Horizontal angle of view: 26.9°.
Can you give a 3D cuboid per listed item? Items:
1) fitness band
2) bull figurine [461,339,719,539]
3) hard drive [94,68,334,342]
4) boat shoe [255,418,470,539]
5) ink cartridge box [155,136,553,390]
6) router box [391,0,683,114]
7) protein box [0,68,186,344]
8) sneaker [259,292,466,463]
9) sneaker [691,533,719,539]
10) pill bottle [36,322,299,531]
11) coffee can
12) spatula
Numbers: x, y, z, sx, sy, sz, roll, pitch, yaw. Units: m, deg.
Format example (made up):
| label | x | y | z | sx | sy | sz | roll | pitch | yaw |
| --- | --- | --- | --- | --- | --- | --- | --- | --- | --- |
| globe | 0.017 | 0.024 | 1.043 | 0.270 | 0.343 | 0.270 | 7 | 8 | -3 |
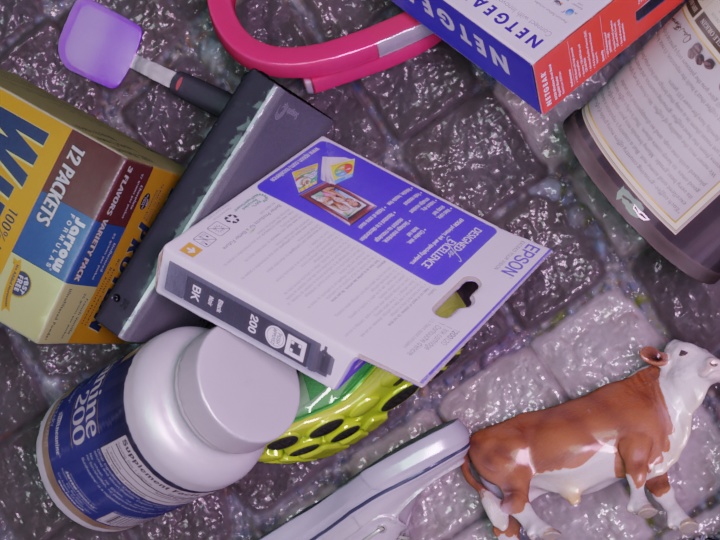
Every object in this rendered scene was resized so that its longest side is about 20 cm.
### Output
| label | x | y | z | sx | sy | sz | roll | pitch | yaw |
| --- | --- | --- | --- | --- | --- | --- | --- | --- | --- |
| fitness band | -0.012 | -0.206 | 1.077 | 0.198 | 0.038 | 0.145 | -20 | 63 | -4 |
| bull figurine | 0.164 | 0.124 | 1.022 | 0.198 | 0.065 | 0.122 | -22 | 49 | 19 |
| hard drive | -0.099 | -0.040 | 1.064 | 0.033 | 0.139 | 0.201 | 33 | 95 | 14 |
| boat shoe | 0.006 | 0.179 | 1.068 | 0.199 | 0.073 | 0.067 | -35 | 85 | 22 |
| ink cartridge box | 0.000 | 0.000 | 1.006 | 0.199 | 0.198 | 0.044 | 27 | 128 | 20 |
| router box | 0.118 | -0.219 | 0.998 | 0.179 | 0.049 | 0.200 | -39 | 54 | -13 |
| protein box | -0.238 | -0.053 | 1.069 | 0.199 | 0.198 | 0.136 | 28 | 94 | 13 |
| sneaker | -0.011 | 0.070 | 1.081 | 0.199 | 0.074 | 0.084 | -36 | 58 | 9 |
| sneaker | 0.246 | 0.202 | 1.003 | 0.085 | 0.077 | 0.201 | 33 | 94 | 17 |
| pill bottle | -0.132 | 0.105 | 1.034 | 0.199 | 0.110 | 0.112 | -29 | 79 | 45 |
| coffee can | 0.249 | -0.112 | 0.958 | 0.200 | 0.146 | 0.147 | -45 | 78 | 22 |
| spatula | -0.149 | -0.147 | 1.135 | 0.199 | 0.021 | 0.057 | 28 | 94 | 27 |
